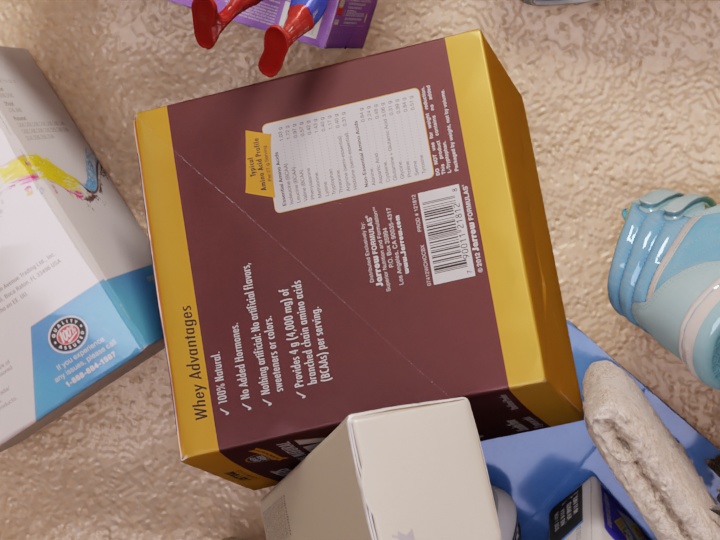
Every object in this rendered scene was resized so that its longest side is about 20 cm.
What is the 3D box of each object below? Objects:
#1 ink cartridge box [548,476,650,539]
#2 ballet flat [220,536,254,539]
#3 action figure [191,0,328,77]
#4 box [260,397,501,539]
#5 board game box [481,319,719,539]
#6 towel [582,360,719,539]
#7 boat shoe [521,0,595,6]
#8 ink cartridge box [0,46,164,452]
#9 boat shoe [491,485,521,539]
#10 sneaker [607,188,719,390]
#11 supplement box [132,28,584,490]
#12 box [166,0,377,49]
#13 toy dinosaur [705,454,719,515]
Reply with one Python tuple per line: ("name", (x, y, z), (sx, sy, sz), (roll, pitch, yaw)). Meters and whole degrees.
("ink cartridge box", (0.177, 0.218, 1.205), (0.043, 0.198, 0.200), (-43, 94, 11))
("ballet flat", (-0.004, 0.208, 1.325), (0.200, 0.062, 0.068), (34, 89, -18))
("action figure", (-0.011, -0.198, 1.176), (0.065, 0.200, 0.099), (26, 138, 12))
("box", (0.006, 0.131, 1.193), (0.068, 0.200, 0.082), (-8, 76, -18))
("board game box", (0.113, 0.125, 1.318), (0.200, 0.039, 0.158), (40, 94, -2))
("towel", (0.184, 0.142, 1.231), (0.034, 0.133, 0.200), (-34, 93, 7))
("boat shoe", (0.173, -0.190, 1.268), (0.200, 0.072, 0.070), (-7, 52, 18))
("ink cartridge box", (-0.216, -0.009, 1.300), (0.146, 0.146, 0.200), (-32, 89, 10))
("boat shoe", (0.061, 0.223, 1.284), (0.091, 0.071, 0.201), (23, 92, -29))
("sneaker", (0.222, -0.026, 1.272), (0.200, 0.130, 0.080), (-33, 130, -22))
("supplement box", (0.000, 0.000, 1.248), (0.199, 0.133, 0.198), (-13, 75, 12))
("box", (-0.097, -0.171, 1.276), (0.199, 0.137, 0.039), (18, 98, 6))
("toy dinosaur", (0.236, 0.079, 1.250), (0.077, 0.200, 0.103), (42, 124, 29))
